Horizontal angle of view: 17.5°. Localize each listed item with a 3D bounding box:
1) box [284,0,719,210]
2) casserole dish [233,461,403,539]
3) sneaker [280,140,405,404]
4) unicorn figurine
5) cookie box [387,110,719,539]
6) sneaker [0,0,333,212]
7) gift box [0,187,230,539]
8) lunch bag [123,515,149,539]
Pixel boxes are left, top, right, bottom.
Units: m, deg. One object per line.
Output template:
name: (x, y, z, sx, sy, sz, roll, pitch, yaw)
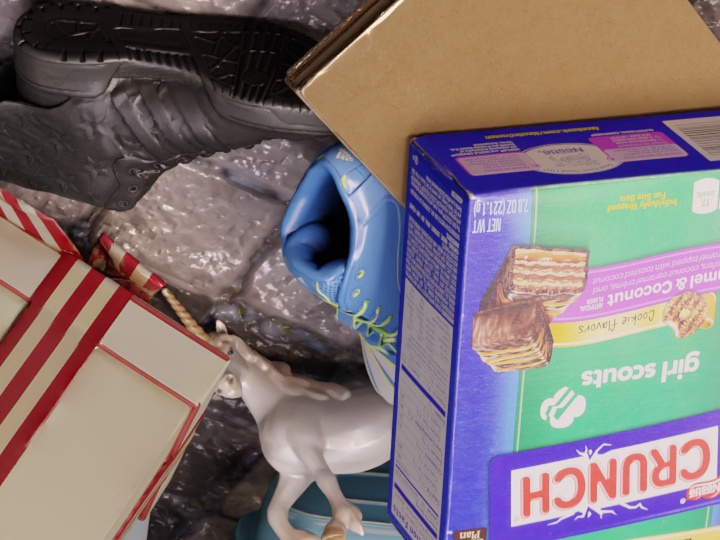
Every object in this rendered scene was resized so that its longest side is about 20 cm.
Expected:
box: (0.085, -0.078, 1.084, 0.163, 0.021, 0.200, -42, 124, 4)
casserole dish: (0.030, 0.139, 1.309, 0.199, 0.121, 0.039, 6, 110, 1)
sneaker: (0.000, 0.000, 1.159, 0.105, 0.076, 0.201, -26, 136, -32)
unicorn figurine: (-0.011, 0.089, 1.258, 0.199, 0.138, 0.074, 2, 142, -24)
cookie box: (0.107, 0.036, 1.092, 0.170, 0.075, 0.201, -6, 116, -19)
sneaker: (-0.103, -0.072, 1.131, 0.199, 0.060, 0.104, 11, 136, 1)
gift box: (-0.190, 0.072, 1.176, 0.200, 0.187, 0.185, 36, 149, -2)
lunch bag: (-0.226, 0.158, 1.300, 0.199, 0.170, 0.128, 18, 136, -16)
